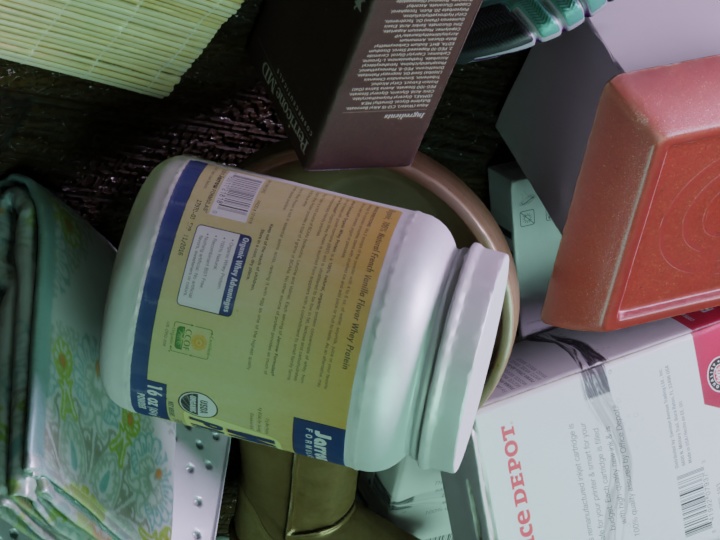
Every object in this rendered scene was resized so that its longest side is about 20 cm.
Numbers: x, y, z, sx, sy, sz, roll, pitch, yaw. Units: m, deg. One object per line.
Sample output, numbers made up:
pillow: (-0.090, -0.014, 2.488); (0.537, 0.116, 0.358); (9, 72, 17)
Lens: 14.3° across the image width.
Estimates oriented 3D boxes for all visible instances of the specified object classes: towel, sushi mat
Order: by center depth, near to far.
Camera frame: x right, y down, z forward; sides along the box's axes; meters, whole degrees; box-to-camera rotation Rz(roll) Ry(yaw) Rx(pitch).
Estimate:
sushi mat: (-0.154, -0.143, 1.513); (0.199, 0.012, 0.096); (12, 130, -42)
towel: (-0.160, 0.068, 1.621); (0.048, 0.201, 0.171); (-11, 150, 21)

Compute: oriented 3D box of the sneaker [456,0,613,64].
sneaker: (0.134, -0.165, 1.628); (0.199, 0.075, 0.088); (-31, 150, 3)

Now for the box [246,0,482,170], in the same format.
box: (0.011, -0.158, 1.530); (0.075, 0.100, 0.201); (-5, 138, -27)

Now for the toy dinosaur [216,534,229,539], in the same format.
toy dinosaur: (-0.134, 0.148, 1.839); (0.077, 0.103, 0.201); (2, 131, 9)

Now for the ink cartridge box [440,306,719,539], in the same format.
ink cartridge box: (0.149, 0.109, 1.776); (0.199, 0.083, 0.146); (-18, 112, -17)

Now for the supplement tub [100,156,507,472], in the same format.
supplement tub: (-0.029, 0.027, 1.567); (0.199, 0.145, 0.145); (14, 140, 7)

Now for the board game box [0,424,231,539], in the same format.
board game box: (-0.172, 0.139, 1.663); (0.199, 0.201, 0.026); (30, 140, -28)

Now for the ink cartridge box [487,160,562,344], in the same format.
ink cartridge box: (0.137, 0.022, 1.812); (0.099, 0.039, 0.201); (-12, 110, -21)

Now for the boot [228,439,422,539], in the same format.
boot: (-0.008, 0.128, 1.819); (0.174, 0.066, 0.201); (15, 133, 10)

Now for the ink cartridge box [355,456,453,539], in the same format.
ink cartridge box: (0.068, 0.120, 1.928); (0.145, 0.085, 0.200); (-12, 143, -21)

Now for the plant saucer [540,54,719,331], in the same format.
plant saucer: (0.215, -0.044, 1.652); (0.199, 0.037, 0.200); (-13, 140, -22)

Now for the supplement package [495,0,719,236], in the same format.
supplement package: (0.205, -0.093, 1.719); (0.199, 0.122, 0.120); (-3, 137, -29)

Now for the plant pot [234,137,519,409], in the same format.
plant pot: (0.000, 0.000, 1.691); (0.200, 0.093, 0.202); (6, 118, 10)
